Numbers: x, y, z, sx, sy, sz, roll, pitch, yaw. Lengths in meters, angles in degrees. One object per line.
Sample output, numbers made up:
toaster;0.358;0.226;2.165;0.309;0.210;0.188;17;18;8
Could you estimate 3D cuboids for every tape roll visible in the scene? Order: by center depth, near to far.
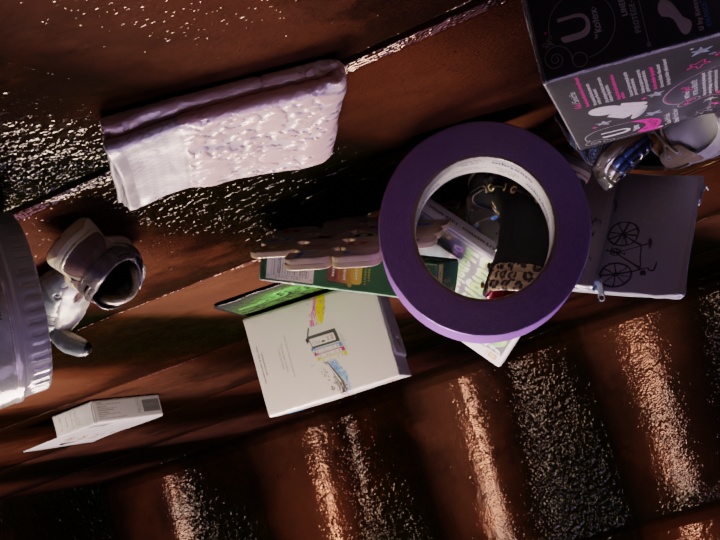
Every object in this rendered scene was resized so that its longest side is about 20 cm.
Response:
tape roll;0.116;-0.035;1.358;0.197;0.203;0.066;-16;171;1

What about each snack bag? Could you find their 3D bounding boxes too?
snack bag;0.262;-0.043;1.538;0.197;0.190;0.022;5;137;19

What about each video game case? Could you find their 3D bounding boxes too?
video game case;0.115;0.015;1.653;0.023;0.181;0.201;-52;172;-29

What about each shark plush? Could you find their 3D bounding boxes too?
shark plush;-0.352;0.032;1.473;0.198;0.092;0.083;-2;156;31

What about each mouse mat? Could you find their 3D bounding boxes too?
mouse mat;-0.088;0.027;1.946;0.198;0.008;0.161;-19;170;11

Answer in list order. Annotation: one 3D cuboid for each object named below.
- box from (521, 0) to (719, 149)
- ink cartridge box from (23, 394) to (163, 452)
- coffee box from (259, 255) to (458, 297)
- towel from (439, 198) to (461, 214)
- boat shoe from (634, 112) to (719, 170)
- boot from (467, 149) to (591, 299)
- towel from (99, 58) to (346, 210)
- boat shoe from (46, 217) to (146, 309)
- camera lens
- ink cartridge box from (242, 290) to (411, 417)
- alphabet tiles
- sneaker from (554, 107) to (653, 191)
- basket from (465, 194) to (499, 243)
box;0.163;-0.168;0.899;0.113;0.134;0.200;-14;171;12
ink cartridge box;-0.474;0.269;2.542;0.172;0.044;0.199;-21;170;26
coffee box;0.000;0.000;1.568;0.197;0.045;0.123;6;-176;13
towel;0.021;-0.037;1.723;0.197;0.023;0.144;-15;169;-6
boat shoe;0.338;-0.140;1.517;0.068;0.076;0.200;-20;172;-11
boot;0.157;-0.038;1.478;0.072;0.153;0.199;20;168;-26
towel;-0.106;-0.101;1.128;0.188;0.033;0.200;-15;171;-8
boat shoe;-0.236;0.004;1.348;0.072;0.065;0.200;-44;169;-5
camera lens;-0.359;0.046;1.141;0.198;0.162;0.160;-12;170;-22
ink cartridge box;-0.044;0.110;2.057;0.197;0.147;0.147;-17;174;6
alphabet tiles;-0.008;-0.030;1.492;0.193;0.015;0.200;-3;-166;14
sneaker;0.226;-0.143;1.354;0.077;0.085;0.200;-43;-175;13
basket;0.212;-0.025;1.700;0.174;0.140;0.201;-17;142;7
